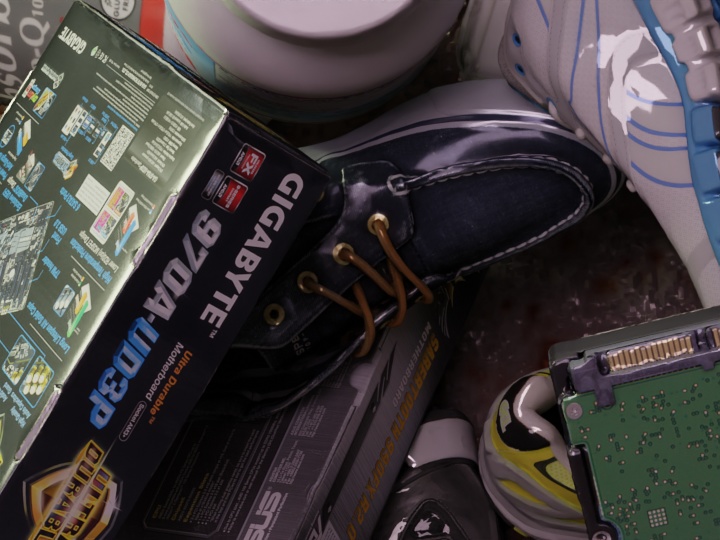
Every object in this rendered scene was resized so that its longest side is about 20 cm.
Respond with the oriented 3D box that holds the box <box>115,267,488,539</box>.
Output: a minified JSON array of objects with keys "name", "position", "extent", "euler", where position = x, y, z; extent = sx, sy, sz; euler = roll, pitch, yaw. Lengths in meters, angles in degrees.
[{"name":"box","position":[-0.057,0.048,1.031],"extent":[0.158,0.048,0.201],"euler":[3,50,29]}]

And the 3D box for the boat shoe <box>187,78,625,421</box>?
[{"name":"boat shoe","position":[0.000,0.000,0.968],"extent":[0.199,0.071,0.091],"euler":[-13,44,24]}]

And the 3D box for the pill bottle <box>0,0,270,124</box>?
[{"name":"pill bottle","position":[-0.128,-0.122,1.125],"extent":[0.199,0.116,0.117],"euler":[12,77,23]}]

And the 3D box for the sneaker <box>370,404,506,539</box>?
[{"name":"sneaker","position":[-0.027,0.138,1.032],"extent":[0.199,0.066,0.091],"euler":[-33,63,4]}]

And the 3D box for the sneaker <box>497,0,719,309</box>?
[{"name":"sneaker","position":[0.093,-0.060,0.909],"extent":[0.086,0.075,0.201],"euler":[-23,80,34]}]

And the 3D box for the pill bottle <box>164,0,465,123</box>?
[{"name":"pill bottle","position":[-0.016,-0.110,0.939],"extent":[0.108,0.200,0.110],"euler":[0,88,-2]}]

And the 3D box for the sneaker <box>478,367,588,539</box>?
[{"name":"sneaker","position":[0.141,0.068,0.982],"extent":[0.199,0.076,0.076],"euler":[-3,70,5]}]

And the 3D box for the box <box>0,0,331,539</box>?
[{"name":"box","position":[-0.098,0.000,0.949],"extent":[0.159,0.046,0.200],"euler":[-59,25,3]}]

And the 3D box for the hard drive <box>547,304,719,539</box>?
[{"name":"hard drive","position":[0.146,0.105,0.858],"extent":[0.139,0.038,0.201],"euler":[-14,102,4]}]

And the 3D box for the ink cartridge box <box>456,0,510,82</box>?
[{"name":"ink cartridge box","position":[0.153,-0.111,1.040],"extent":[0.199,0.085,0.146],"euler":[13,78,21]}]
